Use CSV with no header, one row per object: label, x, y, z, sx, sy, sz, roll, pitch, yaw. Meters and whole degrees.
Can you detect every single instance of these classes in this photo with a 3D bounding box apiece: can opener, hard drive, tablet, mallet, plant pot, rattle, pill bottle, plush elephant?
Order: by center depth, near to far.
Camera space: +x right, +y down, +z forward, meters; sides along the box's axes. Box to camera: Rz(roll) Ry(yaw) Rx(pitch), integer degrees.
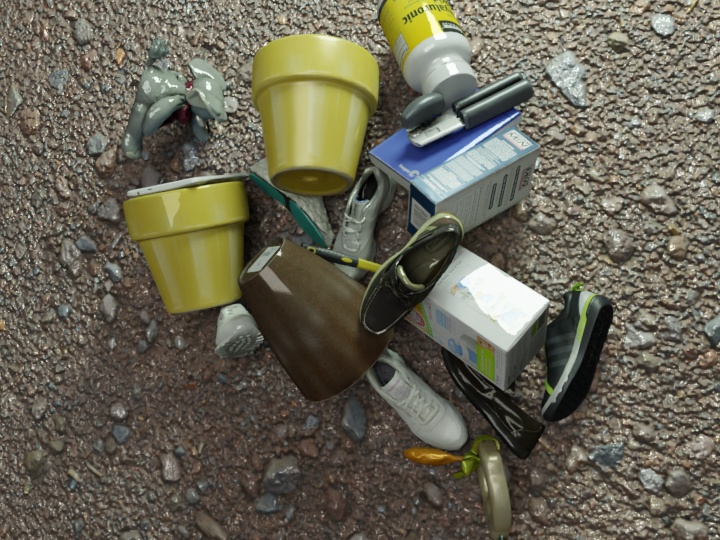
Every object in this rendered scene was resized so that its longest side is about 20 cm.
rattle,0.155,0.346,1.000,0.141,0.130,0.203,-12,105,-16
can opener,0.153,-0.244,1.022,0.198,0.067,0.054,-27,45,-2
plant pot,-0.080,0.055,1.036,0.186,0.187,0.200,-38,110,10
hard drive,0.126,-0.201,1.062,0.199,0.026,0.132,-36,45,-11
plant pot,-0.073,-0.226,1.084,0.197,0.201,0.192,-2,77,17
pill bottle,0.105,-0.347,1.085,0.110,0.111,0.202,-27,64,13
mallet,0.000,0.000,1.090,0.197,0.041,0.067,7,93,-16
plant pot,-0.273,-0.036,1.157,0.198,0.201,0.192,-8,96,17
tablet,-0.278,-0.141,1.160,0.128,0.200,0.014,-8,97,16
plush elephant,-0.307,-0.291,1.222,0.153,0.166,0.201,19,128,-16

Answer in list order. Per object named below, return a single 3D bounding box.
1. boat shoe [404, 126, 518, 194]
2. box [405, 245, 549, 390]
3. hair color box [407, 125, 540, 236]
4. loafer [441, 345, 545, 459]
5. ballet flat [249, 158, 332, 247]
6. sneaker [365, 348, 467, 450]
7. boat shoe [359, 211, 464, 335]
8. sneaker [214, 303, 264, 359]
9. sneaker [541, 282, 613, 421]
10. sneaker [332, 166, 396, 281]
boat shoe,0.153,-0.178,1.100,0.197,0.072,0.063,-18,122,7
box,0.158,0.056,1.007,0.199,0.113,0.101,35,66,30
hair color box,0.162,-0.118,1.015,0.198,0.101,0.061,-29,56,-22
loafer,0.197,0.181,1.044,0.071,0.073,0.201,-39,79,-1
ballet flat,-0.104,-0.126,1.173,0.200,0.072,0.072,43,97,17
sneaker,0.074,0.199,1.059,0.199,0.100,0.075,41,94,16
boat shoe,0.062,0.008,0.938,0.073,0.065,0.201,35,106,-1
sneaker,-0.200,0.090,1.116,0.075,0.200,0.082,-4,77,-18
sneaker,0.299,0.119,1.025,0.082,0.071,0.203,24,91,45
sneaker,-0.006,-0.076,1.122,0.073,0.087,0.203,17,90,17
